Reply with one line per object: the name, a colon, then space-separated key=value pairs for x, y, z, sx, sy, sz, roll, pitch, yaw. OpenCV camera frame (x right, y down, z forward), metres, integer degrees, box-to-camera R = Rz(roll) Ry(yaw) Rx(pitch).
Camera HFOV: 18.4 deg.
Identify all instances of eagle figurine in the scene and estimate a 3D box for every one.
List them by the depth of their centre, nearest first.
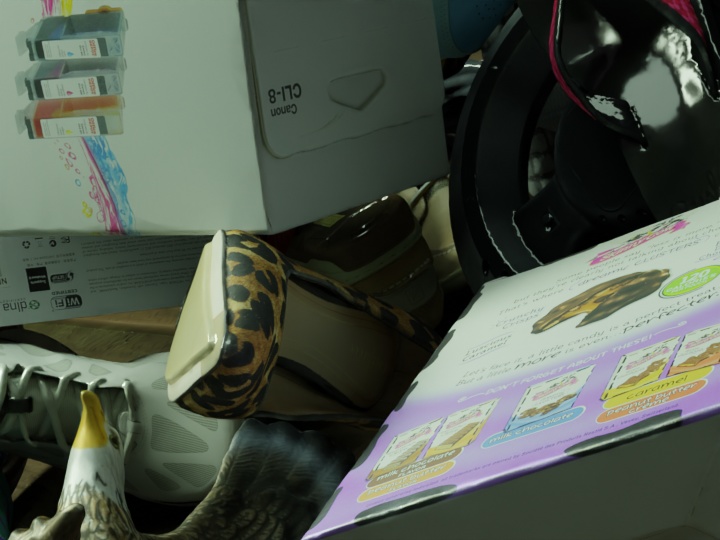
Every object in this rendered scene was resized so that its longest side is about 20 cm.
eagle figurine: x=-0.087 y=0.120 z=0.841 sx=0.151 sy=0.152 sz=0.200 roll=24 pitch=1 yaw=26

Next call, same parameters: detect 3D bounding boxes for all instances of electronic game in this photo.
electronic game: x=0.119 y=-0.053 z=0.942 sx=0.199 sy=0.201 sz=0.042 roll=-19 pitch=-27 yaw=36

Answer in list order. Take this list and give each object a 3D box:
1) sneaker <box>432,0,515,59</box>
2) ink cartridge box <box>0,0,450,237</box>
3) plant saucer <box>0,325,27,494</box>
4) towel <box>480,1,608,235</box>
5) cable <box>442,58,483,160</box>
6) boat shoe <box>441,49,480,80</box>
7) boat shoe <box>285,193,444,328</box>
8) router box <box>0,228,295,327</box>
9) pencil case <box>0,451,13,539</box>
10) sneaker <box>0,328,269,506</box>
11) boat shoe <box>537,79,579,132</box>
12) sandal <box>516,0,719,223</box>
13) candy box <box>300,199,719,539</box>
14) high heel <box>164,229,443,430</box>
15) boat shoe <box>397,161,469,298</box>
sneaker: x=0.101 y=-0.168 z=1.007 sx=0.079 sy=0.130 sz=0.201 roll=10 pitch=-69 yaw=-53
ink cartridge box: x=-0.083 y=-0.097 z=0.982 sx=0.199 sy=0.146 sz=0.145 roll=1 pitch=13 yaw=34
plant saucer: x=-0.229 y=0.045 z=1.198 sx=0.032 sy=0.201 sz=0.200 roll=-17 pitch=16 yaw=19
towel: x=0.130 y=-0.124 z=1.178 sx=0.085 sy=0.166 sz=0.200 roll=-15 pitch=18 yaw=22
cable: x=0.009 y=-0.106 z=1.213 sx=0.162 sy=0.051 sz=0.200 roll=15 pitch=14 yaw=-10
boat shoe: x=0.020 y=-0.117 z=1.118 sx=0.072 sy=0.068 sz=0.200 roll=-36 pitch=-14 yaw=28
boat shoe: x=0.000 y=0.000 z=1.164 sx=0.071 sy=0.076 sz=0.200 roll=-34 pitch=12 yaw=-2
router box: x=-0.133 y=-0.027 z=1.140 sx=0.199 sy=0.049 sz=0.180 roll=-7 pitch=18 yaw=10
pencil case: x=-0.196 y=0.133 z=1.037 sx=0.085 sy=0.092 sz=0.200 roll=-55 pitch=15 yaw=0
sneaker: x=-0.146 y=0.074 z=1.043 sx=0.200 sy=0.076 sz=0.115 roll=9 pitch=7 yaw=35
boat shoe: x=0.154 y=-0.116 z=1.012 sx=0.199 sy=0.072 sz=0.071 roll=-15 pitch=31 yaw=38
sandal: x=0.112 y=-0.088 z=0.900 sx=0.075 sy=0.201 sz=0.045 roll=-43 pitch=-38 yaw=24
candy box: x=0.095 y=0.050 z=0.778 sx=0.167 sy=0.072 sz=0.200 roll=-21 pitch=15 yaw=31
high heel: x=-0.004 y=0.037 z=0.891 sx=0.200 sy=0.142 sz=0.072 roll=-136 pitch=66 yaw=-85
boat shoe: x=0.041 y=-0.032 z=1.227 sx=0.072 sy=0.065 sz=0.200 roll=-29 pitch=13 yaw=-4
